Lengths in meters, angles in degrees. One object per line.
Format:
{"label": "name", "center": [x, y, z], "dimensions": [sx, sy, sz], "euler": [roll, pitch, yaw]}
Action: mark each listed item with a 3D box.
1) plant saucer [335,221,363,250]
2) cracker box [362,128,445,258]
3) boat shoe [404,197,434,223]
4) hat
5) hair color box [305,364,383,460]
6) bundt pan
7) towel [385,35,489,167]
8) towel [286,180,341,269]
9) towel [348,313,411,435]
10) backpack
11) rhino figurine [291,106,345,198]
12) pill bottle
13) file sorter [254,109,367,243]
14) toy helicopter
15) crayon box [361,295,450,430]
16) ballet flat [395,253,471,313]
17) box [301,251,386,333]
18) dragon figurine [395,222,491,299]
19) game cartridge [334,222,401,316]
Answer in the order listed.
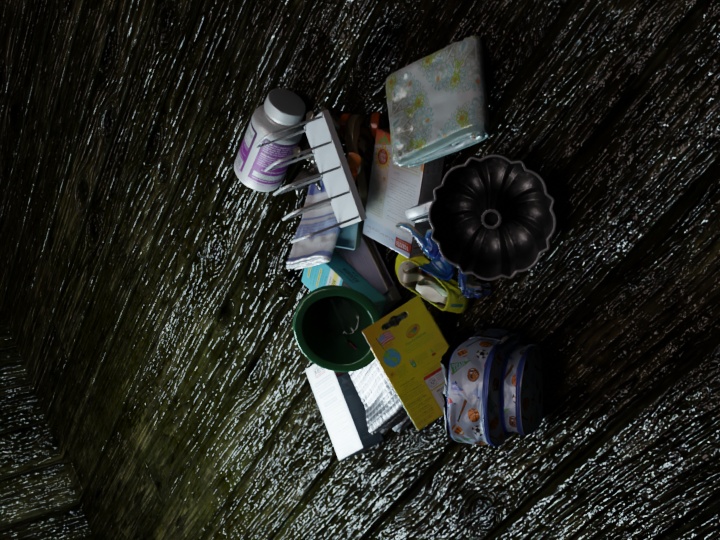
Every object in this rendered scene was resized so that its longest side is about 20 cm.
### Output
{"label": "plant saucer", "center": [-0.050, -0.083, 1.880], "dimensions": [0.199, 0.019, 0.071], "euler": [12, 95, 60]}
{"label": "cracker box", "center": [0.077, -0.141, 1.726], "dimensions": [0.133, 0.057, 0.204], "euler": [30, 120, 42]}
{"label": "boat shoe", "center": [0.166, -0.097, 1.601], "dimensions": [0.197, 0.070, 0.067], "euler": [-13, 97, 30]}
{"label": "hat", "center": [-0.035, 0.084, 1.825], "dimensions": [0.196, 0.176, 0.169], "euler": [9, 108, 10]}
{"label": "hair color box", "center": [-0.034, 0.275, 1.965], "dimensions": [0.099, 0.060, 0.203], "euler": [-37, 70, 48]}
{"label": "bundt pan", "center": [0.208, -0.092, 1.504], "dimensions": [0.198, 0.076, 0.206], "euler": [4, 111, 11]}
{"label": "towel", "center": [0.125, -0.276, 1.593], "dimensions": [0.198, 0.048, 0.175], "euler": [-16, 74, 41]}
{"label": "towel", "center": [-0.078, -0.100, 1.877], "dimensions": [0.146, 0.024, 0.203], "euler": [-10, 59, 53]}
{"label": "towel", "center": [0.057, 0.201, 1.813], "dimensions": [0.200, 0.085, 0.167], "euler": [-51, 59, 44]}
{"label": "backpack", "center": [0.210, 0.195, 1.537], "dimensions": [0.152, 0.189, 0.204], "euler": [-3, 97, 35]}
{"label": "rhino figurine", "center": [-0.082, -0.227, 1.864], "dimensions": [0.060, 0.087, 0.202], "euler": [42, 119, 36]}
{"label": "pill bottle", "center": [-0.183, -0.271, 1.979], "dimensions": [0.113, 0.111, 0.201], "euler": [55, 136, 27]}
{"label": "file sorter", "center": [-0.094, -0.161, 1.727], "dimensions": [0.203, 0.123, 0.139], "euler": [69, 164, -3]}
{"label": "toy helicopter", "center": [0.002, -0.186, 1.769], "dimensions": [0.077, 0.133, 0.203], "euler": [2, 122, 18]}
{"label": "crayon box", "center": [0.104, 0.162, 1.689], "dimensions": [0.202, 0.126, 0.051], "euler": [60, -179, 8]}
{"label": "ballet flat", "center": [0.112, 0.019, 1.713], "dimensions": [0.199, 0.066, 0.068], "euler": [34, 122, 42]}
{"label": "box", "center": [-0.035, 0.039, 1.867], "dimensions": [0.200, 0.049, 0.083], "euler": [42, 129, 37]}
{"label": "dragon figurine", "center": [0.135, -0.017, 1.636], "dimensions": [0.197, 0.059, 0.101], "euler": [19, 93, 14]}
{"label": "game cartridge", "center": [0.000, 0.000, 1.878], "dimensions": [0.130, 0.038, 0.202], "euler": [-48, 62, 50]}
